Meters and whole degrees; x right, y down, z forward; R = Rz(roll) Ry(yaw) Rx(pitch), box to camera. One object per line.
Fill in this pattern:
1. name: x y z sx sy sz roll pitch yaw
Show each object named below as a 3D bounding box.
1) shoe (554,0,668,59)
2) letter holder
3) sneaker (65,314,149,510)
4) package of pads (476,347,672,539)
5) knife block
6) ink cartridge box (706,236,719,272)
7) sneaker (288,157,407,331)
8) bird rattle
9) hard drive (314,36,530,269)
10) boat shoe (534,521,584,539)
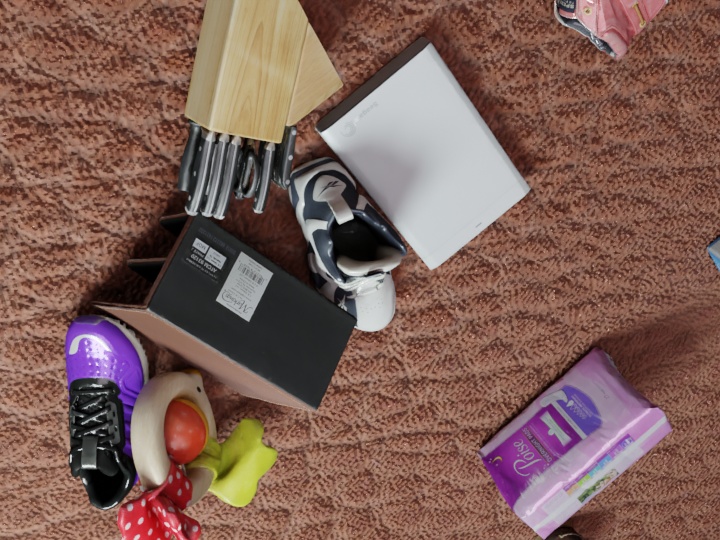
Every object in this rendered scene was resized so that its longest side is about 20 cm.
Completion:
1. shoe: 0.204 -0.278 0.936 0.200 0.071 0.091 32 97 -36
2. letter holder: -0.131 0.041 0.976 0.200 0.142 0.101 36 69 -30
3. sneaker: -0.241 0.141 0.966 0.069 0.100 0.200 1 120 7
4. package of pads: 0.239 0.194 1.174 0.200 0.121 0.076 -42 128 4
5. knife block: -0.113 -0.151 0.869 0.176 0.064 0.200 -39 124 -13
6. ink cartridge box: 0.516 0.011 1.202 0.144 0.085 0.200 -38 122 2
7. sneaker: 0.000 0.000 0.974 0.079 0.130 0.199 -20 122 -9
8. bird rattle: -0.180 0.181 0.986 0.113 0.200 0.163 -12 96 28
9. hard drive: 0.065 -0.108 1.003 0.132 0.026 0.200 -39 124 3
10. boat shoe: 0.223 0.416 1.318 0.070 0.070 0.200 17 111 -28
